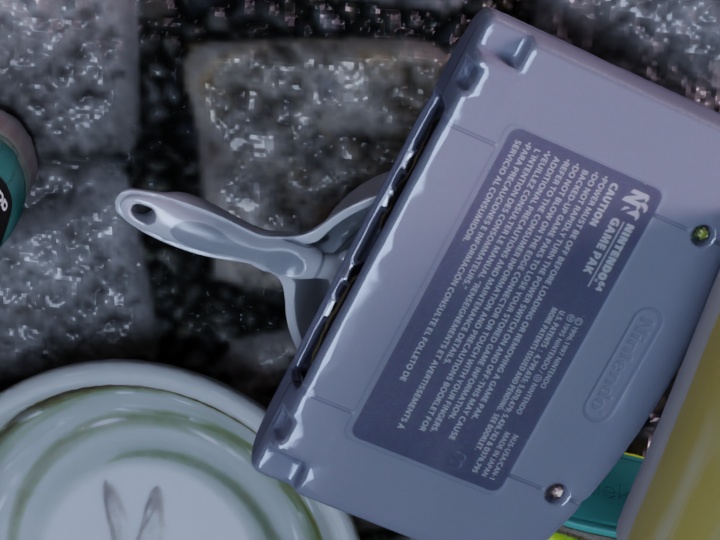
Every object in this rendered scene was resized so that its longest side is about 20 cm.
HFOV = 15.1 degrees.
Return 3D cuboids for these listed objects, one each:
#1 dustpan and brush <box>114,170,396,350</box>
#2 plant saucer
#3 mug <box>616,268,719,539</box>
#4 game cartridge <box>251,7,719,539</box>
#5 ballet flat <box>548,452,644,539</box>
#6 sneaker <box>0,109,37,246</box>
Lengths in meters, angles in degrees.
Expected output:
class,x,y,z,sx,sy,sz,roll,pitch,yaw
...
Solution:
class,x,y,z,sx,sy,sz,roll,pitch,yaw
dustpan and brush,0.000,0.000,1.068,0.200,0.057,0.140,24,121,-7
plant saucer,-0.091,0.130,1.147,0.199,0.050,0.201,2,102,10
mug,0.162,0.077,1.005,0.149,0.186,0.153,37,106,31
game cartridge,0.059,0.013,1.038,0.133,0.041,0.200,24,106,-14
ballet flat,0.158,0.119,1.127,0.199,0.067,0.067,13,143,3
sneaker,-0.212,0.013,1.090,0.071,0.080,0.200,42,117,-17
